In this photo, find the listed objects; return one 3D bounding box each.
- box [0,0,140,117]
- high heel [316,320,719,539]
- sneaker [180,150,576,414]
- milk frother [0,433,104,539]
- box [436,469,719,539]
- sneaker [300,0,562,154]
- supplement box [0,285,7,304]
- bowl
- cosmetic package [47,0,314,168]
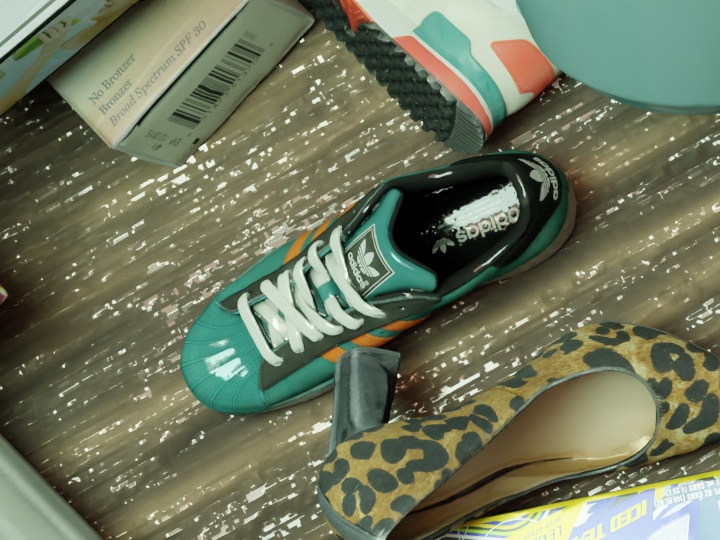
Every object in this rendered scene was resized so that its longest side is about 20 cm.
[{"bbox_3d":[-0.158,-0.142,1.218,0.200,0.060,0.117,-37,78,15],"label":"box"},{"bbox_3d":[0.082,0.083,1.222,0.200,0.143,0.071,0,119,1],"label":"high heel"},{"bbox_3d":[0.000,0.000,1.294,0.200,0.080,0.071,-30,78,9],"label":"sneaker"},{"bbox_3d":[-0.149,0.140,1.243,0.188,0.180,0.200,43,125,16],"label":"milk frother"},{"bbox_3d":[0.080,0.140,1.262,0.200,0.064,0.070,-13,79,12],"label":"box"},{"bbox_3d":[0.021,-0.149,1.329,0.093,0.070,0.200,-36,71,-13],"label":"sneaker"},{"bbox_3d":[-0.256,-0.027,1.304,0.086,0.110,0.200,-49,39,2],"label":"supplement box"},{"bbox_3d":[0.144,-0.139,1.240,0.201,0.201,0.105,8,127,16],"label":"bowl"},{"bbox_3d":[-0.132,-0.153,1.347,0.200,0.087,0.103,45,100,17],"label":"cosmetic package"}]
